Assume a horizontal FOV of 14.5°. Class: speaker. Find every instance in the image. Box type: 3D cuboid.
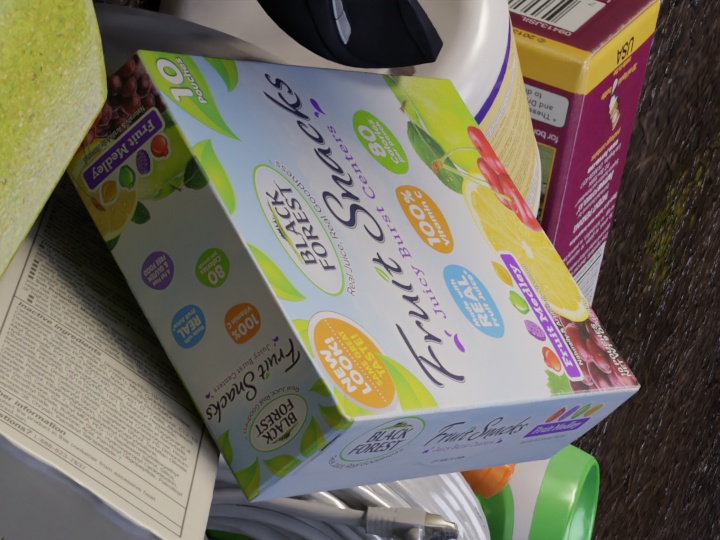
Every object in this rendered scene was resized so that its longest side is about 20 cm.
[{"bbox_3d":[0.002,0.098,1.263,0.088,0.200,0.089,12,90,-76],"label":"speaker"}]

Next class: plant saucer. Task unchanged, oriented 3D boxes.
[{"bbox_3d":[-0.147,0.005,0.867,0.200,0.048,0.200,-62,-167,-20],"label":"plant saucer"}]

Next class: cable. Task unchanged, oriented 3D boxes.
[{"bbox_3d":[-0.042,0.128,1.204,0.069,0.200,0.200,-63,173,-46],"label":"cable"}]

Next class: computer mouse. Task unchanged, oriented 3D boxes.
[{"bbox_3d":[-0.043,-0.140,0.956,0.046,0.140,0.200,-37,155,1],"label":"computer mouse"}]

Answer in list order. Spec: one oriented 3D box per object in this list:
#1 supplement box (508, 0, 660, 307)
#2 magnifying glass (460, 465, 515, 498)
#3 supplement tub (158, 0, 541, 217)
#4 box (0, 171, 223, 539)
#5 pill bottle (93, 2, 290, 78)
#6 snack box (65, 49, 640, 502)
[{"bbox_3d":[0.054,-0.049,1.373,0.103,0.131,0.200,-42,148,-55],"label":"supplement box"},{"bbox_3d":[-0.022,0.036,1.180,0.080,0.200,0.022,-38,-157,58],"label":"magnifying glass"},{"bbox_3d":[0.001,-0.059,1.200,0.146,0.145,0.200,-61,159,-21],"label":"supplement tub"},{"bbox_3d":[-0.098,0.044,0.908,0.078,0.095,0.200,-51,-168,22],"label":"box"},{"bbox_3d":[-0.096,0.008,1.063,0.110,0.109,0.200,-19,128,-65],"label":"pill bottle"},{"bbox_3d":[0.000,0.000,0.958,0.053,0.142,0.200,-41,160,26],"label":"snack box"}]
